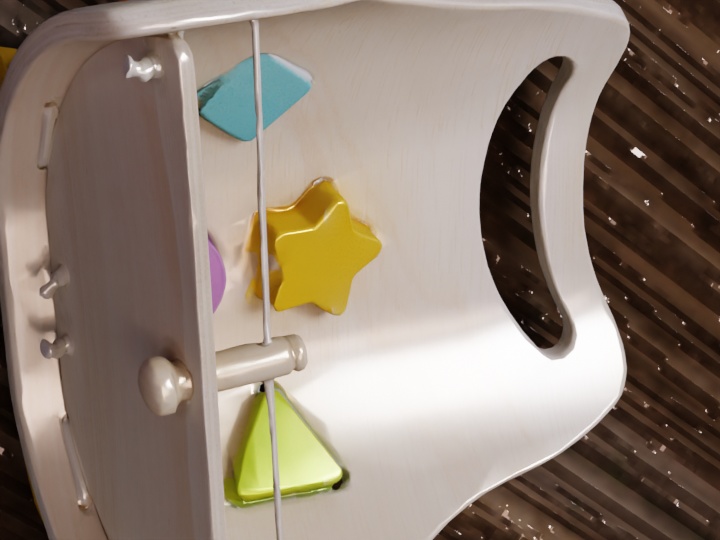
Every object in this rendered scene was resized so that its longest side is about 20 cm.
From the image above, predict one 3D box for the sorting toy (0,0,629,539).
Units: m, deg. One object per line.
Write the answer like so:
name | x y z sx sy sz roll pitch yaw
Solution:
sorting toy | 0.000 0.000 0.692 0.179 0.107 0.201 -14 115 -27
